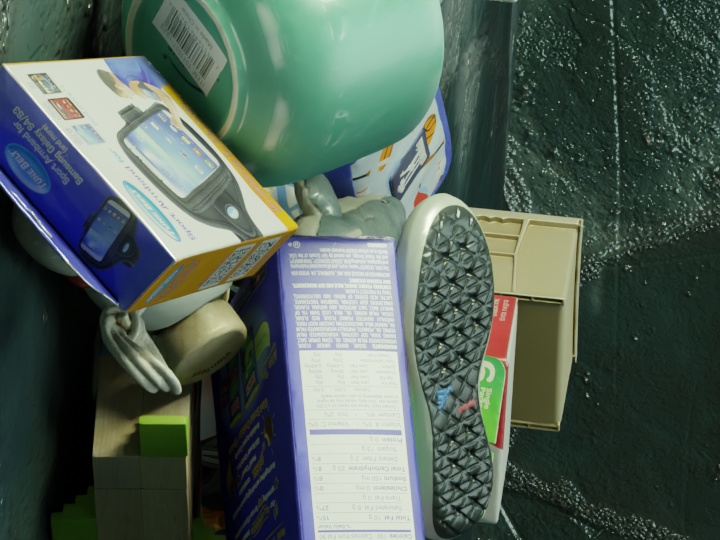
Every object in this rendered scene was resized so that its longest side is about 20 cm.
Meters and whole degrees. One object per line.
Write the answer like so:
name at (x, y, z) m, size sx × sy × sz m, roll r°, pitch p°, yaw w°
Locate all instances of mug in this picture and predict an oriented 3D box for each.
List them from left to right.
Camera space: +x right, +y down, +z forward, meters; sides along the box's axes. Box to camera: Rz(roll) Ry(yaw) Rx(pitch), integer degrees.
mug at (-0.061, -0.121, 1.417) m, size 0.114 × 0.184 × 0.153 m, roll -23°, pitch 113°, yaw -40°

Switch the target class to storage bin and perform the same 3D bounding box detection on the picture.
storage bin at (0.096, 0.042, 2.501) m, size 0.201 × 0.197 × 0.094 m, roll 87°, pitch 12°, yaw -51°

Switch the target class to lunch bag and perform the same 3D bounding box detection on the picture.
lunch bag at (-0.006, -0.118, 1.838) m, size 0.170 × 0.123 × 0.201 m, roll 76°, pitch 11°, yaw -61°

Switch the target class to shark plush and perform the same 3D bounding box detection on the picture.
shark plush at (0.000, 0.000, 1.671) m, size 0.200 × 0.083 × 0.091 m, roll -115°, pitch -144°, yaw -68°

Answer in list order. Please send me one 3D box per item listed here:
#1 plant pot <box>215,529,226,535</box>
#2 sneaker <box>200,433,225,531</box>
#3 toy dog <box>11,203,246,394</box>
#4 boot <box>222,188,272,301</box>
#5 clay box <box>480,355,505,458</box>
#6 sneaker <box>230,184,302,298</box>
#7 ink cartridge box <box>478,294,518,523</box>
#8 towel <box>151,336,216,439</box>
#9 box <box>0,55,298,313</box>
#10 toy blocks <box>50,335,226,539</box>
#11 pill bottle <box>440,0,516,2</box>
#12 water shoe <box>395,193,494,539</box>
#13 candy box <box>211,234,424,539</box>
plant pot at (-0.054, 0.271, 1.648) m, size 0.200 × 0.179 × 0.201 m, roll 125°, pitch -21°, yaw -62°
sneaker at (-0.046, 0.124, 1.647) m, size 0.078 × 0.199 × 0.078 m, roll 71°, pitch 17°, yaw -66°
toy dog at (-0.101, -0.015, 1.406) m, size 0.096 × 0.132 × 0.200 m, roll -42°, pitch 179°, yaw 1°
boot at (-0.088, -0.078, 1.585) m, size 0.155 × 0.072 × 0.201 m, roll -63°, pitch 155°, yaw -74°
clay box at (-0.009, 0.096, 1.829) m, size 0.048 × 0.199 × 0.116 m, roll 53°, pitch 45°, yaw -78°
sneaker at (-0.067, -0.021, 1.796) m, size 0.200 × 0.071 × 0.073 m, roll 66°, pitch 41°, yaw -68°
ink cartridge box at (0.005, 0.088, 1.932) m, size 0.084 × 0.199 × 0.145 m, roll -77°, pitch 171°, yaw -55°
towel at (-0.033, 0.097, 1.686) m, size 0.149 × 0.199 × 0.031 m, roll 82°, pitch 29°, yaw -61°
box at (-0.108, -0.043, 1.274) m, size 0.041 × 0.119 × 0.200 m, roll -44°, pitch 173°, yaw 14°
toy blocks at (-0.117, 0.105, 1.541) m, size 0.137 × 0.099 × 0.201 m, roll -91°, pitch -179°, yaw -46°
pill bottle at (-0.003, -0.207, 1.603) m, size 0.111 × 0.199 × 0.112 m, roll 7°, pitch 90°, yaw -81°
water shoe at (0.026, 0.053, 1.544) m, size 0.071 × 0.079 × 0.201 m, roll -16°, pitch 112°, yaw -43°
candy box at (-0.025, 0.103, 1.502) m, size 0.169 × 0.077 × 0.201 m, roll 127°, pitch -39°, yaw -65°
